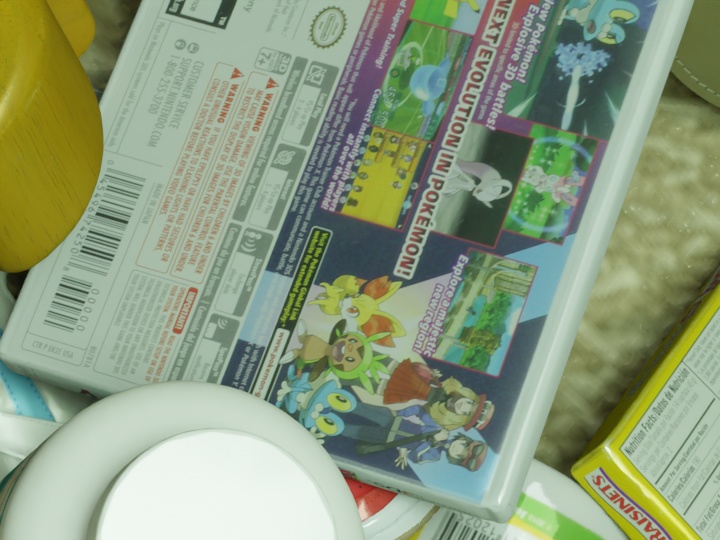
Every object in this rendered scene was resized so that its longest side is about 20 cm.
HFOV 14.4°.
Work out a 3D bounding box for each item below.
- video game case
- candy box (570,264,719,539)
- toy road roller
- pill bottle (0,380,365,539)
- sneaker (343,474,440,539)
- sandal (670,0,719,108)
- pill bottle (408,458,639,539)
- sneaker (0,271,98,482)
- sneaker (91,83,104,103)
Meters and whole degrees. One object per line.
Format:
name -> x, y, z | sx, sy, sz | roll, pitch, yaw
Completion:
video game case -> -0.003, -0.033, 0.957 | 0.182, 0.023, 0.200 | 16, 73, 16
candy box -> 0.155, 0.053, 1.048 | 0.102, 0.026, 0.200 | 46, 42, -2
toy road roller -> -0.125, -0.092, 0.934 | 0.200, 0.123, 0.146 | -44, 65, -10
pill bottle -> -0.062, 0.095, 0.879 | 0.111, 0.200, 0.111 | 2, 80, -14
sneaker -> 0.000, 0.000, 0.986 | 0.071, 0.113, 0.200 | -4, 38, 16
sandal -> 0.166, -0.095, 1.079 | 0.212, 0.078, 0.070 | 42, 35, -40
pill bottle -> 0.016, 0.164, 1.011 | 0.111, 0.111, 0.200 | 30, 77, -7
sneaker -> -0.102, 0.077, 1.015 | 0.081, 0.077, 0.200 | -40, 94, -16
sneaker -> -0.117, -0.050, 1.023 | 0.200, 0.082, 0.075 | 22, 78, -7
